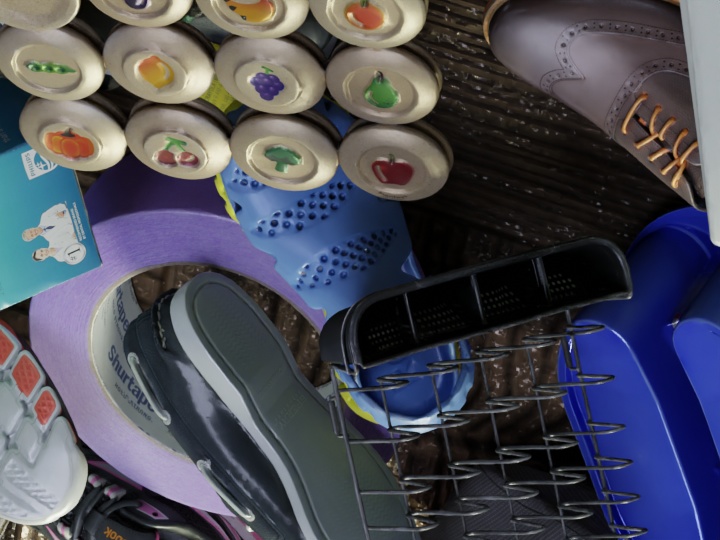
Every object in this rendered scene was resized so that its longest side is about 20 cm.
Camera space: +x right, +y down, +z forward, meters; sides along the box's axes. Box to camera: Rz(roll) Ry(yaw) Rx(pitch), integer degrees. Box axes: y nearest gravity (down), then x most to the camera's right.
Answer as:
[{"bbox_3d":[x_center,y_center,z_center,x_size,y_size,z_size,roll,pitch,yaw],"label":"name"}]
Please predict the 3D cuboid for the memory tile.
[{"bbox_3d":[-0.063,-0.087,1.262,0.199,0.017,0.154,5,143,12],"label":"memory tile"}]

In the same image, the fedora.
[{"bbox_3d":[0.097,0.160,1.505,0.200,0.177,0.091,33,102,18],"label":"fedora"}]

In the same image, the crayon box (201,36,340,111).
[{"bbox_3d":[-0.098,-0.151,1.370,0.199,0.051,0.127,26,131,-3],"label":"crayon box"}]

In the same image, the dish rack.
[{"bbox_3d":[0.064,0.095,1.329,0.054,0.153,0.201,-5,98,60],"label":"dish rack"}]

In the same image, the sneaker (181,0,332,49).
[{"bbox_3d":[-0.108,-0.134,1.296,0.199,0.088,0.075,28,131,-3],"label":"sneaker"}]

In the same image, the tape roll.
[{"bbox_3d":[-0.065,0.031,1.497,0.199,0.066,0.201,9,130,11],"label":"tape roll"}]

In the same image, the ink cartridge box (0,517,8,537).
[{"bbox_3d":[-0.308,0.122,1.644,0.199,0.084,0.146,-26,116,34],"label":"ink cartridge box"}]

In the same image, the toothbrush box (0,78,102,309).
[{"bbox_3d":[-0.245,-0.027,1.399,0.199,0.146,0.086,-24,126,-13],"label":"toothbrush box"}]

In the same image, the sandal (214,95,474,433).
[{"bbox_3d":[0.000,0.000,1.365,0.079,0.087,0.200,-34,115,-2],"label":"sandal"}]

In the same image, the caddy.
[{"bbox_3d":[0.184,0.066,1.411,0.141,0.105,0.201,-1,119,41],"label":"caddy"}]

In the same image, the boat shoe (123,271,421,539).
[{"bbox_3d":[-0.041,0.094,1.439,0.060,0.076,0.201,-31,91,38],"label":"boat shoe"}]

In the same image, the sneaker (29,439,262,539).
[{"bbox_3d":[-0.131,0.128,1.571,0.199,0.086,0.081,27,99,-11],"label":"sneaker"}]

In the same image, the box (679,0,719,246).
[{"bbox_3d":[0.240,-0.129,1.187,0.198,0.172,0.201,3,129,18],"label":"box"}]

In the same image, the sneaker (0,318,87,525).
[{"bbox_3d":[-0.199,0.048,1.520,0.077,0.082,0.200,-45,71,11],"label":"sneaker"}]

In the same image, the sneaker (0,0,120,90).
[{"bbox_3d":[-0.203,-0.101,1.348,0.199,0.073,0.112,24,113,6],"label":"sneaker"}]

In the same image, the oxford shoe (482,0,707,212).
[{"bbox_3d":[0.145,-0.074,1.330,0.199,0.073,0.072,21,132,3],"label":"oxford shoe"}]
